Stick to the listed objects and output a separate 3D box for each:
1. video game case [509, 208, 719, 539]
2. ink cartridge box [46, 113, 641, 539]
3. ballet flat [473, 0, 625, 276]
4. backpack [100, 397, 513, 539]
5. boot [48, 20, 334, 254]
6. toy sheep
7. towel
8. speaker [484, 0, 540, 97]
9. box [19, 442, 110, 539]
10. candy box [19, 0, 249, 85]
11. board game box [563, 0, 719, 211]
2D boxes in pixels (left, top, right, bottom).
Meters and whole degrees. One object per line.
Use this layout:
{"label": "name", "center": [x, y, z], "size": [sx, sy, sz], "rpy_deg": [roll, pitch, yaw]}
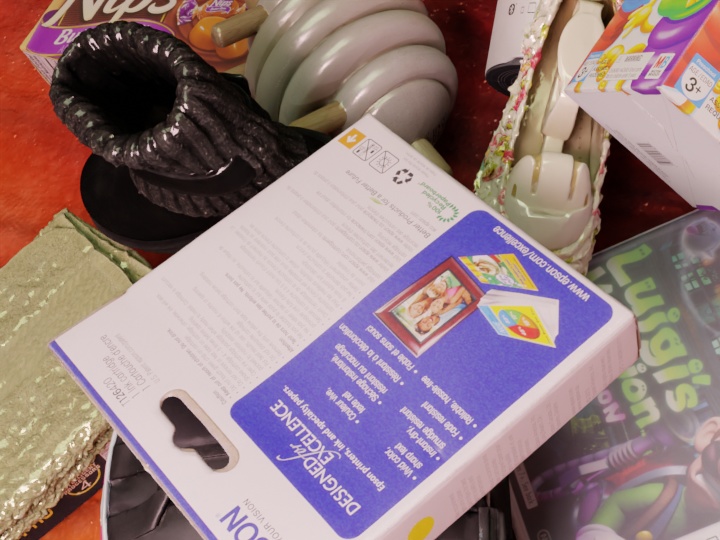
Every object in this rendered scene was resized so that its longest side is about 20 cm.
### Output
{"label": "video game case", "center": [0.153, 0.073, 0.739], "size": [0.180, 0.023, 0.202], "rpy_deg": [-23, 54, 8]}
{"label": "ink cartridge box", "center": [-0.011, 0.037, 0.640], "size": [0.199, 0.047, 0.197], "rpy_deg": [-38, 50, -13]}
{"label": "ballet flat", "center": [0.104, -0.072, 0.760], "size": [0.074, 0.064, 0.203], "rpy_deg": [9, 82, 0]}
{"label": "backpack", "center": [-0.024, 0.118, 0.703], "size": [0.197, 0.151, 0.180], "rpy_deg": [-6, 65, 7]}
{"label": "boot", "center": [-0.116, -0.068, 0.761], "size": [0.209, 0.157, 0.081], "rpy_deg": [-2, 75, 38]}
{"label": "toy sheep", "center": [-0.009, -0.119, 0.866], "size": [0.137, 0.138, 0.201], "rpy_deg": [-35, 68, -1]}
{"label": "towel", "center": [-0.194, 0.065, 0.829], "size": [0.148, 0.037, 0.200], "rpy_deg": [33, 74, 33]}
{"label": "speaker", "center": [0.129, -0.206, 0.853], "size": [0.080, 0.081, 0.203], "rpy_deg": [6, 80, 26]}
{"label": "box", "center": [-0.230, 0.096, 0.876], "size": [0.199, 0.049, 0.161], "rpy_deg": [-38, 51, -4]}
{"label": "candy box", "center": [-0.129, -0.166, 0.991], "size": [0.198, 0.057, 0.118], "rpy_deg": [20, 69, 30]}
{"label": "board game box", "center": [0.212, -0.139, 0.702], "size": [0.201, 0.104, 0.103], "rpy_deg": [-56, 18, -6]}
